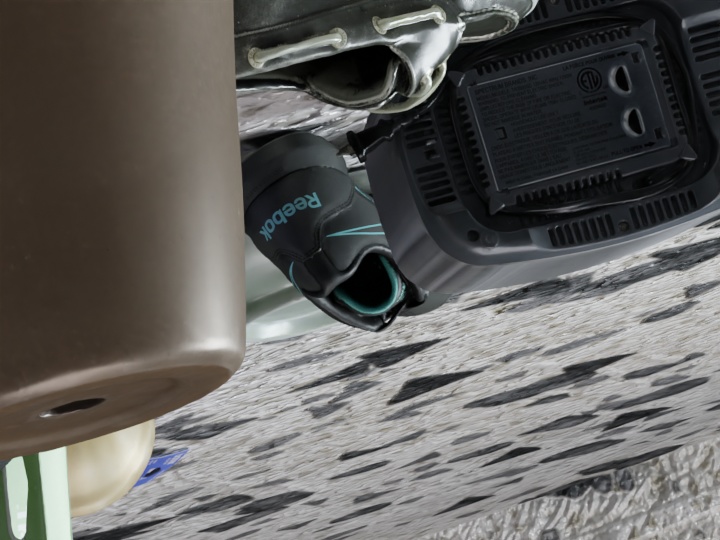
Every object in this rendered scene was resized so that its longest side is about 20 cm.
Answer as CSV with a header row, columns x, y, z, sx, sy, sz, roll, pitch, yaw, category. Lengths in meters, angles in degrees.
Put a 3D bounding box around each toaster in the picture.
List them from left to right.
x,y,z,sx,sy,sz,roll,pitch,yaw,category
0.080,-0.054,1.320,0.199,0.114,0.129,-16,172,-12,toaster

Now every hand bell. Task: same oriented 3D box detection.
x,y,z,sx,sy,sz,roll,pitch,yaw,category
-0.163,0.049,1.605,0.104,0.105,0.200,-15,157,-9,hand bell

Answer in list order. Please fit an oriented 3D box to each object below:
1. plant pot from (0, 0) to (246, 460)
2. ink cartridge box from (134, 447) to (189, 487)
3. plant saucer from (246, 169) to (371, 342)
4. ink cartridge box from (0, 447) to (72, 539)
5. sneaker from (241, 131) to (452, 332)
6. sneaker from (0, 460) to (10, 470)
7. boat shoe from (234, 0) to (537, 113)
x,y,z,sx,sy,sz,roll,pitch,yaw,category
-0.114,-0.037,0.940,0.199,0.176,0.200,-15,169,-3,plant pot
-0.224,0.138,2.027,0.199,0.042,0.119,-10,168,-19,ink cartridge box
-0.025,-0.002,1.594,0.199,0.050,0.200,-17,169,-3,plant saucer
-0.198,0.101,1.548,0.059,0.104,0.199,-6,-177,-41,ink cartridge box
0.000,0.000,1.458,0.075,0.079,0.200,-40,154,13,sneaker
-0.230,0.102,1.346,0.104,0.060,0.200,-38,178,23,sneaker
-0.002,-0.090,1.135,0.199,0.064,0.071,-6,165,-45,boat shoe
